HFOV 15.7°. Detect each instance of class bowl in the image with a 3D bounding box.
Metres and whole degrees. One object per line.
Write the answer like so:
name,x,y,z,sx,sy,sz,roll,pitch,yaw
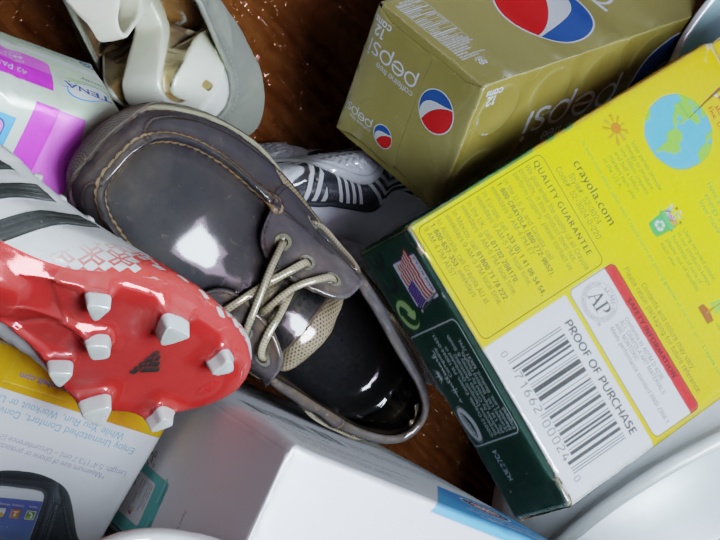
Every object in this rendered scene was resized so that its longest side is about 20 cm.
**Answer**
bowl,0.136,0.080,1.186,0.201,0.201,0.090,-16,64,-25

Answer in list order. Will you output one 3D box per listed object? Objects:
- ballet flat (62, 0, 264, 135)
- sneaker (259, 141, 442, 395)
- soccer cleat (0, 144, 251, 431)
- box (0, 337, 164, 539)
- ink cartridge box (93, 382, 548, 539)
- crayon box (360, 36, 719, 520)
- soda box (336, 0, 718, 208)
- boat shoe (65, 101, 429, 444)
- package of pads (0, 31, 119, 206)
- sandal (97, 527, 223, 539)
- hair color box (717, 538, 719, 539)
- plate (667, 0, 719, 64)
ballet flat,-0.091,-0.101,1.028,0.067,0.064,0.200,-8,139,15
sneaker,0.000,0.000,1.126,0.200,0.075,0.115,-11,103,-30
soccer cleat,-0.122,-0.006,0.938,0.200,0.085,0.069,22,127,-34
box,-0.169,0.107,1.008,0.119,0.041,0.200,21,109,-34
ink cartridge box,-0.043,0.131,1.060,0.147,0.200,0.146,24,90,-30
crayon box,0.114,-0.004,1.055,0.200,0.051,0.127,-31,91,-27
soda box,0.086,-0.091,1.114,0.200,0.064,0.068,-21,142,-42
boat shoe,-0.032,0.004,1.014,0.075,0.073,0.200,-52,133,-1
package of pads,-0.205,-0.011,0.990,0.154,0.068,0.200,21,107,-30
sandal,-0.029,0.160,0.929,0.203,0.050,0.083,41,82,-29
hair color box,0.120,0.163,1.099,0.099,0.200,0.061,-22,78,-16
plate,0.222,-0.051,1.120,0.200,0.026,0.201,0,93,-1
